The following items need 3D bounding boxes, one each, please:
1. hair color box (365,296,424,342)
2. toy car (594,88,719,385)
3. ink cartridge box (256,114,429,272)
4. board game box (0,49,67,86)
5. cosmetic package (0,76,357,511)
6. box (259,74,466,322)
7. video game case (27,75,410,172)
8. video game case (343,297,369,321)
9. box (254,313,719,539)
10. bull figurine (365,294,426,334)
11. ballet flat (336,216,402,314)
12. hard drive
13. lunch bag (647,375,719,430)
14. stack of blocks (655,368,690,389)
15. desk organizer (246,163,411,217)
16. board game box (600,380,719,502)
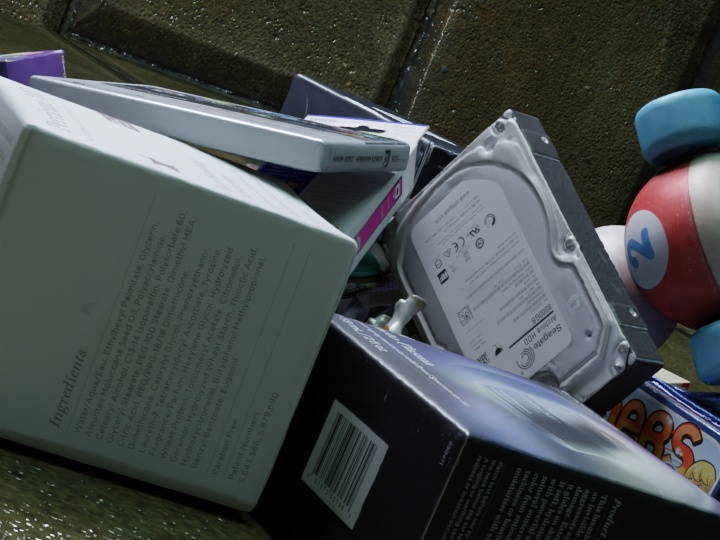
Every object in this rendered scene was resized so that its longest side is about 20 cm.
[{"bbox_3d":[0.058,0.078,1.465,0.110,0.065,0.200,60,12,8],"label":"hair color box"},{"bbox_3d":[0.187,0.006,1.384,0.199,0.186,0.177,-20,-17,24],"label":"toy car"},{"bbox_3d":[-0.025,-0.052,1.377,0.094,0.037,0.200,6,29,17],"label":"ink cartridge box"},{"bbox_3d":[-0.223,-0.056,1.332,0.056,0.167,0.200,-5,8,3],"label":"board game box"},{"bbox_3d":[-0.138,0.010,1.152,0.199,0.166,0.165,20,7,-22],"label":"cosmetic package"},{"bbox_3d":[0.004,-0.032,1.723,0.123,0.198,0.200,18,9,-41],"label":"box"},{"bbox_3d":[-0.086,-0.092,1.311,0.198,0.024,0.182,13,7,17],"label":"video game case"},{"bbox_3d":[-0.089,0.011,1.498,0.180,0.022,0.200,18,8,4],"label":"video game case"},{"bbox_3d":[0.067,0.127,1.136,0.197,0.124,0.200,20,9,-31],"label":"box"},{"bbox_3d":[-0.021,0.069,1.322,0.198,0.122,0.065,17,-30,2],"label":"bull figurine"},{"bbox_3d":[0.000,0.000,1.429,0.199,0.073,0.072,-8,27,-39],"label":"ballet flat"},{"bbox_3d":[0.097,0.017,1.321,0.038,0.140,0.201,10,48,-46],"label":"hard drive"},{"bbox_3d":[0.229,0.162,1.315,0.132,0.137,0.200,15,12,-42],"label":"lunch bag"},{"bbox_3d":[0.170,0.121,1.489,0.058,0.116,0.200,26,7,21],"label":"stack of blocks"},{"bbox_3d":[0.003,-0.016,1.520,0.199,0.078,0.072,10,11,-37],"label":"desk organizer"},{"bbox_3d":[0.157,0.135,1.277,0.034,0.136,0.200,26,5,-33],"label":"board game box"}]
